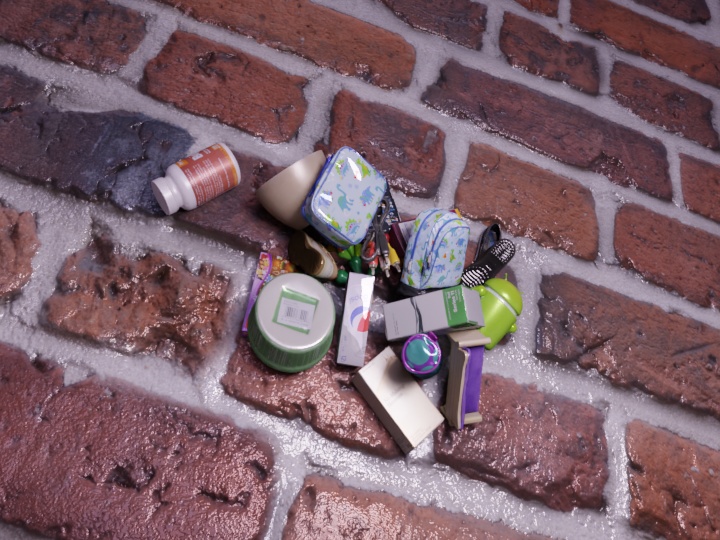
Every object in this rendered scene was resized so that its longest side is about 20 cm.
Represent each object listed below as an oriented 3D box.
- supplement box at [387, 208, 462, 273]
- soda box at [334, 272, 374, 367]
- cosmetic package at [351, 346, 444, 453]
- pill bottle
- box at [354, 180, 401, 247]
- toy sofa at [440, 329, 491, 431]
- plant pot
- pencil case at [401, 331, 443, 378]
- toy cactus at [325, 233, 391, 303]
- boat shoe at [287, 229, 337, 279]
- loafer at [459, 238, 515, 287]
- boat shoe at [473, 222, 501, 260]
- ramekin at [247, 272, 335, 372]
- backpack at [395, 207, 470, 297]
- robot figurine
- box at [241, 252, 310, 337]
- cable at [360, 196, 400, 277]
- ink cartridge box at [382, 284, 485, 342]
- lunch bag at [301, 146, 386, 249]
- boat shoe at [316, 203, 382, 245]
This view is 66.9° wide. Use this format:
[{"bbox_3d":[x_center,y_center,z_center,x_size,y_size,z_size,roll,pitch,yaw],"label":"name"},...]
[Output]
[{"bbox_3d":[0.166,-0.076,1.398,0.194,0.111,0.088,-14,66,-21],"label":"supplement box"},{"bbox_3d":[-0.013,0.113,1.241,0.061,0.068,0.208,9,80,-6],"label":"soda box"},{"bbox_3d":[0.081,0.287,1.212,0.102,0.074,0.201,-33,77,-27],"label":"cosmetic package"},{"bbox_3d":[-0.397,-0.219,1.318,0.198,0.113,0.113,-35,75,-28],"label":"pill bottle"},{"bbox_3d":[0.003,-0.146,1.427,0.193,0.046,0.163,-10,67,-19],"label":"box"},{"bbox_3d":[0.237,0.243,1.202,0.080,0.098,0.208,-3,108,-17],"label":"toy sofa"},{"bbox_3d":[-0.144,-0.182,1.340,0.198,0.199,0.137,-36,99,-27],"label":"plant pot"},{"bbox_3d":[0.139,0.190,1.200,0.085,0.200,0.093,42,87,15],"label":"pencil case"},{"bbox_3d":[0.000,0.000,1.327,0.194,0.102,0.170,-16,83,-20],"label":"toy cactus"},{"bbox_3d":[-0.114,-0.031,1.279,0.065,0.075,0.200,27,13,-35],"label":"boat shoe"},{"bbox_3d":[0.315,0.000,1.386,0.074,0.199,0.071,50,18,5],"label":"loafer"},{"bbox_3d":[0.345,-0.039,1.454,0.068,0.067,0.205,21,60,-2],"label":"boat shoe"},{"bbox_3d":[-0.145,0.106,1.181,0.193,0.098,0.206,7,61,-13],"label":"ramekin"},{"bbox_3d":[0.175,-0.041,1.266,0.159,0.152,0.208,2,93,-37],"label":"backpack"},{"bbox_3d":[0.310,0.107,1.313,0.175,0.116,0.201,41,90,-28],"label":"robot figurine"},{"bbox_3d":[-0.190,0.068,1.269,0.132,0.039,0.206,13,61,-9],"label":"box"},{"bbox_3d":[0.039,-0.082,1.307,0.093,0.051,0.206,-4,61,-8],"label":"cable"},{"bbox_3d":[0.165,0.102,1.229,0.194,0.145,0.086,-16,75,25],"label":"ink cartridge box"},{"bbox_3d":[-0.038,-0.170,1.257,0.159,0.082,0.204,35,66,-21],"label":"lunch bag"},{"bbox_3d":[-0.022,-0.119,1.347,0.198,0.073,0.065,-25,103,-32],"label":"boat shoe"}]
